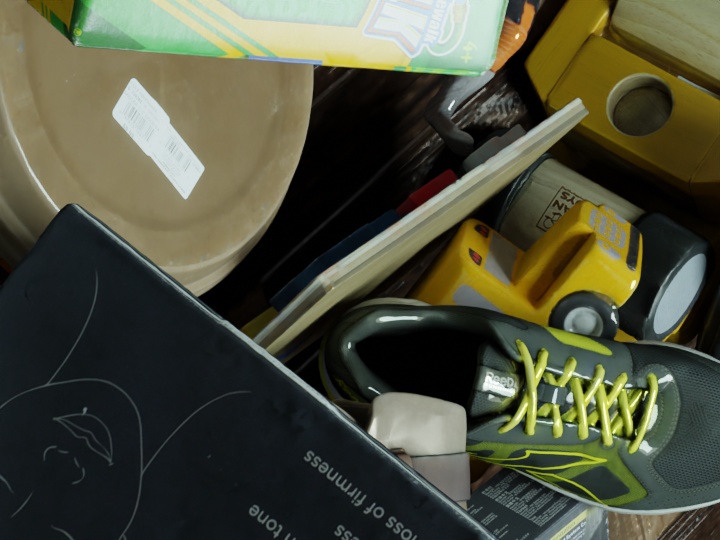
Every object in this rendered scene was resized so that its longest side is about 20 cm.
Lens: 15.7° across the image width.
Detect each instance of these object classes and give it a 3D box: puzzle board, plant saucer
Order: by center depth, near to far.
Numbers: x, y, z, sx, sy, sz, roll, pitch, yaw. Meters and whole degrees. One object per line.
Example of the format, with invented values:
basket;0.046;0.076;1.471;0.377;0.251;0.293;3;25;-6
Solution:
plant saucer;-0.083;-0.083;0.988;0.200;0.029;0.201;3;86;-49
puzzle board;0.000;0.000;1.116;0.200;0.017;0.151;-34;174;-47

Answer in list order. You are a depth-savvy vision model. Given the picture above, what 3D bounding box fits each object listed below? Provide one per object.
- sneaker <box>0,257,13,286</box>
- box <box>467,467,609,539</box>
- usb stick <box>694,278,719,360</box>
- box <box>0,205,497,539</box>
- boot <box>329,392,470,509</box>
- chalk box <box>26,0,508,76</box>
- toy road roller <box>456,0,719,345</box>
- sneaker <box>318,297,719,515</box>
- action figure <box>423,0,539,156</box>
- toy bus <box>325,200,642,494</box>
sneaker;-0.108;0.032;1.017;0.078;0.112;0.200;-45;139;-22
box;0.032;0.194;1.132;0.200;0.049;0.162;-36;137;-32
usb stick;0.188;0.000;1.223;0.056;0.033;0.200;-52;166;-20
box;-0.071;0.123;0.883;0.197;0.200;0.124;-51;156;-4
boot;0.019;0.124;1.020;0.199;0.070;0.147;20;73;-27
chalk box;-0.015;-0.143;0.889;0.199;0.124;0.125;1;111;-26
toy road roller;0.142;-0.049;1.269;0.200;0.123;0.146;-56;156;-7
sneaker;0.075;0.058;1.080;0.085;0.199;0.075;28;72;-83
action figure;0.037;-0.179;1.113;0.200;0.104;0.194;42;69;-22
toy bus;0.042;0.049;1.173;0.200;0.078;0.065;-52;-175;20
